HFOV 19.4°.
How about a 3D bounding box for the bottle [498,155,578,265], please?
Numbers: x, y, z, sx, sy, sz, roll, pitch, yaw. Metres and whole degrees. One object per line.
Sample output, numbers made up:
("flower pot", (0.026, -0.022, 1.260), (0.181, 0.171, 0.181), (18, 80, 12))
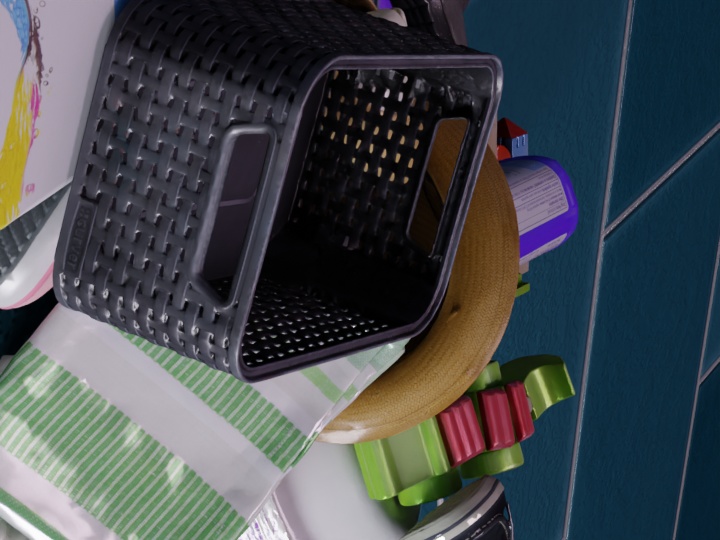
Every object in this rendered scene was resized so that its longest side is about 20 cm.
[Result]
("bottle", (0.058, -0.019, 1.287), (0.200, 0.083, 0.065), (-26, 99, -54))

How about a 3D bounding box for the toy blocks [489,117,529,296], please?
("toy blocks", (0.060, -0.052, 1.435), (0.200, 0.100, 0.137), (-22, 115, -56))

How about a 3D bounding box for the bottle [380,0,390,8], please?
("bottle", (-0.021, -0.126, 1.190), (0.065, 0.083, 0.200), (-34, 137, -56))

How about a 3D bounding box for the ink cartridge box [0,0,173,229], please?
("ink cartridge box", (-0.187, -0.102, 0.810), (0.200, 0.147, 0.146), (-42, 143, -47))

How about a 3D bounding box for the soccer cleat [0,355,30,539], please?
("soccer cleat", (-0.177, 0.087, 1.071), (0.200, 0.069, 0.078), (-48, 127, -37))

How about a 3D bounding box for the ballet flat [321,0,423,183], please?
("ballet flat", (-0.016, -0.126, 1.028), (0.200, 0.063, 0.069), (52, 45, -20))

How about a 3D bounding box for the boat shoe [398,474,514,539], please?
("boat shoe", (0.060, 0.169, 1.195), (0.075, 0.062, 0.200), (-35, 162, -14))

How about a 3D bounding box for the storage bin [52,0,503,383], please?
("storage bin", (-0.030, -0.040, 0.899), (0.200, 0.094, 0.135), (-11, 120, -63))

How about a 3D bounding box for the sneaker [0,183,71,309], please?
("sneaker", (-0.109, -0.044, 1.056), (0.105, 0.075, 0.200), (44, 59, -30))

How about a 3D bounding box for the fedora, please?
("fedora", (0.000, 0.000, 1.123), (0.201, 0.200, 0.082), (-67, 159, -10))

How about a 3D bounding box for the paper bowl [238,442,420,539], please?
("paper bowl", (-0.033, 0.102, 1.216), (0.201, 0.104, 0.201), (-17, 90, -74))

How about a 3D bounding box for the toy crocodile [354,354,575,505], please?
("toy crocodile", (0.059, 0.089, 1.201), (0.200, 0.062, 0.068), (-13, 89, -58))

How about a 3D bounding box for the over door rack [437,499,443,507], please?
("over door rack", (0.010, 0.096, 1.350), (0.067, 0.148, 0.200), (-19, 125, -44))

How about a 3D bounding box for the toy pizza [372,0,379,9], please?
("toy pizza", (-0.068, -0.163, 1.057), (0.200, 0.032, 0.201), (18, 64, -41))

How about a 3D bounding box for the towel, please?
("towel", (-0.089, 0.061, 1.028), (0.153, 0.023, 0.200), (40, 91, -20))

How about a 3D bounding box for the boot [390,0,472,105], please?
("boot", (0.060, -0.171, 1.318), (0.132, 0.070, 0.200), (-47, 131, -42))
